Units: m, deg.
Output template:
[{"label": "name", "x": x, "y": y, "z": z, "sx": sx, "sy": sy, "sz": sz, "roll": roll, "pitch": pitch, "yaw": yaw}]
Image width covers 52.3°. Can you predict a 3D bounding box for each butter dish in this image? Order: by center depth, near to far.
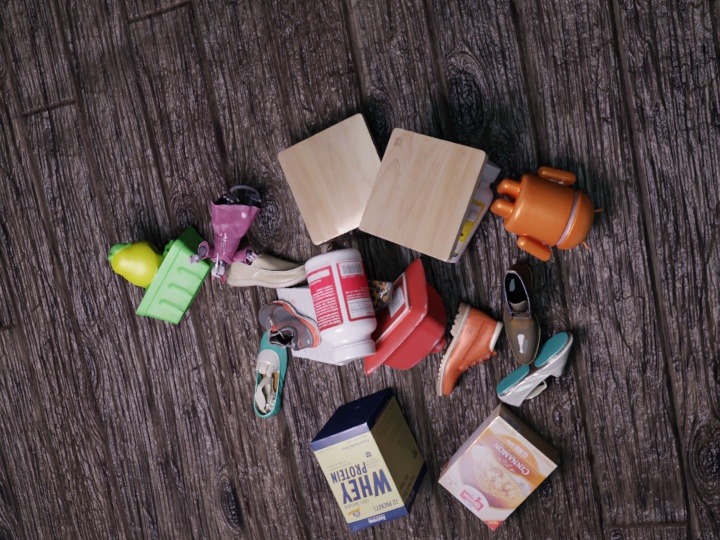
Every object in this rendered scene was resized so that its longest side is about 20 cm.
[{"label": "butter dish", "x": 0.108, "y": 0.115, "z": 1.468, "sx": 0.147, "sy": 0.201, "sz": 0.200, "roll": 31, "pitch": 117, "yaw": -18}]

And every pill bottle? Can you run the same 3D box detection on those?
[{"label": "pill bottle", "x": -0.033, "y": 0.069, "z": 1.396, "sx": 0.111, "sy": 0.112, "sz": 0.202, "roll": -16, "pitch": 80, "yaw": 19}, {"label": "pill bottle", "x": 0.188, "y": -0.126, "z": 1.418, "sx": 0.111, "sy": 0.111, "sz": 0.201, "roll": 31, "pitch": 107, "yaw": 9}]

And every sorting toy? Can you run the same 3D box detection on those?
[{"label": "sorting toy", "x": 0.123, "y": -0.136, "z": 1.347, "sx": 0.197, "sy": 0.069, "sz": 0.202, "roll": 22, "pitch": 93, "yaw": 32}, {"label": "sorting toy", "x": -0.037, "y": -0.184, "z": 1.489, "sx": 0.197, "sy": 0.070, "sz": 0.202, "roll": -22, "pitch": 93, "yaw": 21}]

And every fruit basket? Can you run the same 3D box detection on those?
[{"label": "fruit basket", "x": -0.442, "y": -0.006, "z": 1.602, "sx": 0.213, "sy": 0.156, "sz": 0.218, "roll": 1, "pitch": 109, "yaw": 3}]

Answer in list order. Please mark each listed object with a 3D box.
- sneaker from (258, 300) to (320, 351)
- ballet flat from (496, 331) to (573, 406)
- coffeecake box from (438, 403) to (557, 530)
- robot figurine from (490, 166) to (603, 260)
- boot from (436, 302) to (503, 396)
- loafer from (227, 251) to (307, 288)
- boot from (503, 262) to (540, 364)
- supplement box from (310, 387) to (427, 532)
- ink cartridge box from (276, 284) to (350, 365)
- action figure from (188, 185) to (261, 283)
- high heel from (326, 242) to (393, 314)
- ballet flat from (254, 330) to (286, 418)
[{"label": "sneaker", "x": -0.171, "y": 0.119, "z": 1.549, "sx": 0.199, "sy": 0.081, "sz": 0.078, "roll": 15, "pitch": 118, "yaw": 48}, {"label": "ballet flat", "x": 0.359, "y": 0.200, "z": 1.461, "sx": 0.069, "sy": 0.069, "sz": 0.200, "roll": 46, "pitch": 113, "yaw": 4}, {"label": "coffeecake box", "x": 0.282, "y": 0.404, "z": 1.511, "sx": 0.153, "sy": 0.073, "sz": 0.201, "roll": 39, "pitch": 109, "yaw": 5}, {"label": "robot figurine", "x": 0.345, "y": -0.107, "z": 1.366, "sx": 0.198, "sy": 0.145, "sz": 0.117, "roll": 19, "pitch": 139, "yaw": 1}, {"label": "boot", "x": 0.218, "y": 0.176, "z": 1.490, "sx": 0.106, "sy": 0.075, "sz": 0.202, "roll": 20, "pitch": 106, "yaw": 5}, {"label": "loafer", "x": -0.200, "y": -0.004, "z": 1.575, "sx": 0.198, "sy": 0.076, "sz": 0.069, "roll": -3, "pitch": 105, "yaw": 18}, {"label": "boot", "x": 0.302, "y": 0.086, "z": 1.417, "sx": 0.074, "sy": 0.097, "sz": 0.203, "roll": -5, "pitch": 89, "yaw": 25}, {"label": "supplement box", "x": 0.023, "y": 0.385, "z": 1.516, "sx": 0.133, "sy": 0.200, "sz": 0.202, "roll": -24, "pitch": 94, "yaw": 20}, {"label": "ink cartridge box", "x": -0.093, "y": 0.108, "z": 1.553, "sx": 0.199, "sy": 0.057, "sz": 0.164, "roll": 2, "pitch": 107, "yaw": 58}, {"label": "action figure", "x": -0.286, "y": -0.071, "z": 1.540, "sx": 0.133, "sy": 0.149, "sz": 0.202, "roll": 12, "pitch": 114, "yaw": -19}, {"label": "high heel", "x": 0.000, "y": 0.000, "z": 1.486, "sx": 0.143, "sy": 0.071, "sz": 0.202, "roll": -46, "pitch": 59, "yaw": 42}, {"label": "ballet flat", "x": -0.202, "y": 0.235, "z": 1.623, "sx": 0.067, "sy": 0.070, "sz": 0.203, "roll": 7, "pitch": 102, "yaw": 15}]
